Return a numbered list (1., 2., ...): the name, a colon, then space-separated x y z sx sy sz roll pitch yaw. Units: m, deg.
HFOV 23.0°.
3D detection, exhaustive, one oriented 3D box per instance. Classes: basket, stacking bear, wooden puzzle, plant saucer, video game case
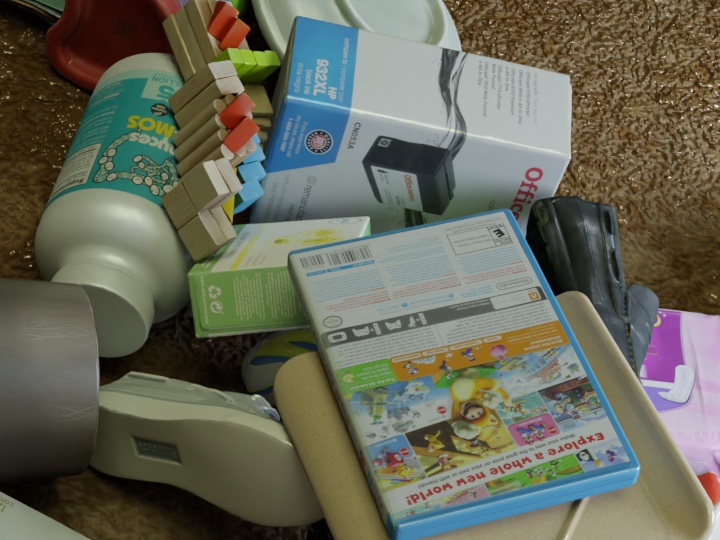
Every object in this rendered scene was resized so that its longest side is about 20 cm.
1. basket: -0.258 0.065 1.010 0.198 0.181 0.137 0 60 -22
2. stacking bear: -0.131 -0.220 1.329 0.113 0.122 0.200 28 42 10
3. wooden puzzle: 0.071 0.105 0.986 0.198 0.037 0.186 -14 50 -16
4. plant saucer: 0.011 -0.193 1.337 0.199 0.050 0.202 23 47 -27
5. video game case: 0.053 0.052 0.995 0.142 0.018 0.201 -11 50 -15

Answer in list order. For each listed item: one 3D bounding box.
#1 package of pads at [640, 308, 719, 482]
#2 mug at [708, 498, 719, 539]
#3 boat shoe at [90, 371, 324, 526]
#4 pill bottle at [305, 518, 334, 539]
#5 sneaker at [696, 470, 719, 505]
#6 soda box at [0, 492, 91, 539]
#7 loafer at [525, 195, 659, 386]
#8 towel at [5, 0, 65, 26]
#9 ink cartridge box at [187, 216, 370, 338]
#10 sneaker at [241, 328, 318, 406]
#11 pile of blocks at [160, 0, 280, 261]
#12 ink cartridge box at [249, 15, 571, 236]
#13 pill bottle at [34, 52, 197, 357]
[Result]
1. package of pads: 0.148 0.081 1.178 0.198 0.076 0.121 6 54 -11
2. mug: 0.228 0.230 1.027 0.186 0.154 0.150 -28 63 -32
3. boat shoe: -0.085 0.101 1.064 0.198 0.073 0.068 3 29 36
4. pill bottle: 0.075 0.176 1.025 0.198 0.112 0.113 -13 55 -8
5. sneaker: 0.184 0.156 1.114 0.198 0.094 0.071 4 50 -14
6. soda box: -0.138 0.207 0.993 0.199 0.068 0.064 26 48 6
7. loafer: 0.159 0.031 1.126 0.070 0.068 0.202 -6 51 -8
8. towel: -0.280 -0.267 1.372 0.198 0.022 0.147 24 48 9
9. ink cartridge box: 0.000 0.000 1.135 0.198 0.048 0.146 -5 12 7
10. sneaker: 0.006 0.092 1.095 0.198 0.076 0.106 -4 58 28
11. pile of blocks: -0.079 -0.099 1.140 0.082 0.062 0.202 23 49 -35
12. ink cartridge box: 0.033 -0.080 1.230 0.198 0.146 0.084 11 49 -8
13. pill bottle: -0.148 -0.041 1.168 0.110 0.111 0.201 16 49 -3
